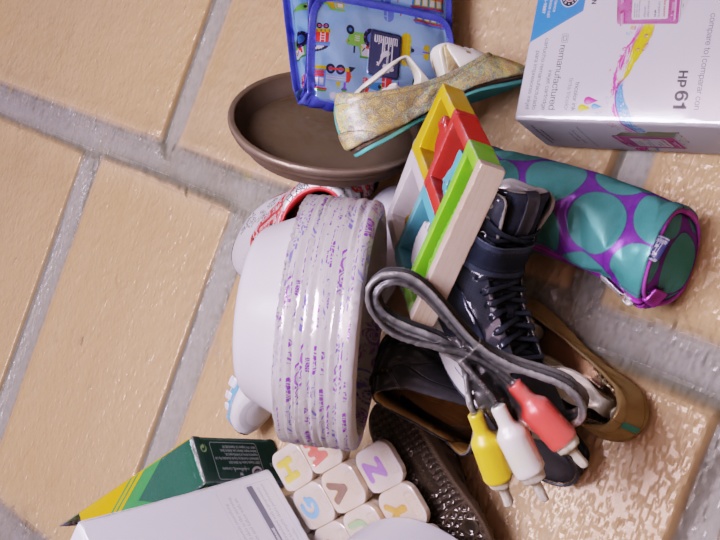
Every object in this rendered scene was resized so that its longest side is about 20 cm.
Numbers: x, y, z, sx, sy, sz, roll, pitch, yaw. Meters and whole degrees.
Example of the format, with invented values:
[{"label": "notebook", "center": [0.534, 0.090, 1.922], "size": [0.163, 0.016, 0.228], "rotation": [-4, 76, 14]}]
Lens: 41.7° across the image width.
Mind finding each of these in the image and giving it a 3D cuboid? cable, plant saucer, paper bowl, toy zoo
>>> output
[{"label": "cable", "center": [0.087, 0.072, 0.663], "size": [0.097, 0.050, 0.200], "rotation": [-34, 103, 20]}, {"label": "plant saucer", "center": [-0.028, -0.138, 0.910], "size": [0.200, 0.199, 0.030], "rotation": [37, 138, 34]}, {"label": "paper bowl", "center": [-0.039, 0.039, 0.762], "size": [0.103, 0.201, 0.203], "rotation": [7, 83, 6]}, {"label": "toy zoo", "center": [0.059, -0.064, 0.745], "size": [0.201, 0.020, 0.132], "rotation": [-99, 28, -59]}]

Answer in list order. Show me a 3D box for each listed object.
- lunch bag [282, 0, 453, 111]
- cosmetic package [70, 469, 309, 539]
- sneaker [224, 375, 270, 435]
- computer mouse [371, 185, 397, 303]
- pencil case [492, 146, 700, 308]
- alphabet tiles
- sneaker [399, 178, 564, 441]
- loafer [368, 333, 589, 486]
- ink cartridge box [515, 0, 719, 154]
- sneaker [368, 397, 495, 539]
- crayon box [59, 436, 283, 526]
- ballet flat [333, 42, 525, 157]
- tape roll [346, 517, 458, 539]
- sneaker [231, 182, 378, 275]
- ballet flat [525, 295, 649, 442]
[{"label": "lunch bag", "center": [0.007, -0.225, 0.894], "size": [0.094, 0.149, 0.202], "rotation": [-27, 63, 61]}, {"label": "cosmetic package", "center": [-0.169, 0.306, 0.850], "size": [0.123, 0.199, 0.200], "rotation": [53, 129, 30]}, {"label": "sneaker", "center": [-0.057, 0.095, 0.931], "size": [0.087, 0.075, 0.201], "rotation": [43, 105, 27]}, {"label": "computer mouse", "center": [0.000, 0.000, 0.888], "size": [0.109, 0.044, 0.201], "rotation": [27, 78, 13]}, {"label": "pencil case", "center": [0.175, -0.039, 0.793], "size": [0.199, 0.085, 0.093], "rotation": [24, 79, 36]}, {"label": "alphabet tiles", "center": [-0.006, 0.236, 0.844], "size": [0.195, 0.015, 0.201], "rotation": [-39, 78, 43]}, {"label": "sneaker", "center": [0.116, 0.018, 0.735], "size": [0.203, 0.076, 0.147], "rotation": [55, 129, 33]}, {"label": "loafer", "center": [0.093, 0.127, 0.773], "size": [0.199, 0.072, 0.073], "rotation": [28, 129, 2]}, {"label": "ink cartridge box", "center": [0.244, -0.178, 0.776], "size": [0.199, 0.084, 0.146], "rotation": [8, 84, 34]}, {"label": "sneaker", "center": [0.076, 0.194, 0.827], "size": [0.070, 0.075, 0.201], "rotation": [-24, 89, 23]}, {"label": "crayon box", "center": [-0.189, 0.236, 0.955], "size": [0.199, 0.125, 0.052], "rotation": [-34, 63, 24]}, {"label": "ballet flat", "center": [0.063, -0.166, 0.843], "size": [0.199, 0.071, 0.071], "rotation": [-25, 58, -19]}, {"label": "tape roll", "center": [0.040, 0.310, 0.772], "size": [0.201, 0.071, 0.204], "rotation": [13, 111, 35]}, {"label": "sneaker", "center": [-0.075, -0.039, 0.935], "size": [0.201, 0.108, 0.067], "rotation": [-34, 99, 28]}, {"label": "ballet flat", "center": [0.153, 0.070, 0.797], "size": [0.199, 0.063, 0.069], "rotation": [34, 101, 34]}]
